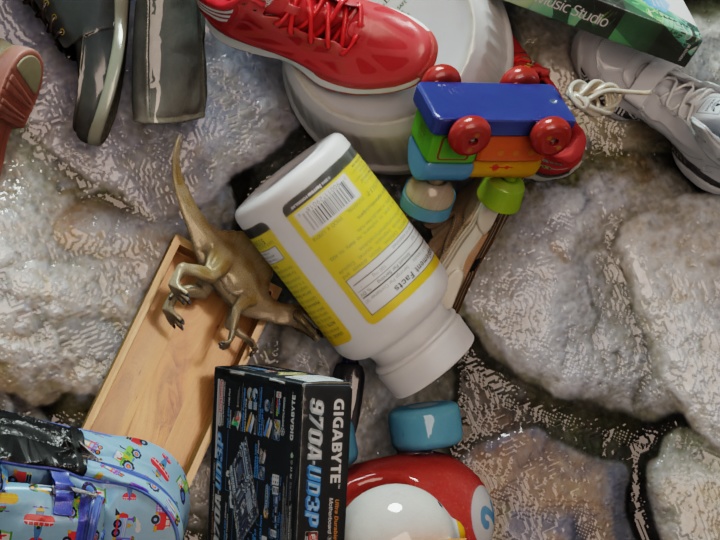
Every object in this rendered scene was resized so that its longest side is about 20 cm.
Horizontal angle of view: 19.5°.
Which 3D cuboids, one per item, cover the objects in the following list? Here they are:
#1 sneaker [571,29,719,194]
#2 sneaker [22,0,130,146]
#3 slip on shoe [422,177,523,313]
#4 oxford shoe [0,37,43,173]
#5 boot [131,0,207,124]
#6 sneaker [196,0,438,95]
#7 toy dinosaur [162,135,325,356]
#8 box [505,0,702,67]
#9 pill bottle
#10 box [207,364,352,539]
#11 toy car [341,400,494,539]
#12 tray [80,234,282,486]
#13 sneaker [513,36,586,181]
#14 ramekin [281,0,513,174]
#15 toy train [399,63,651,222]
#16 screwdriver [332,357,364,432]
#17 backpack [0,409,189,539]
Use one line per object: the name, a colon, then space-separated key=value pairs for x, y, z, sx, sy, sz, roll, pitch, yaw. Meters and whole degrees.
sneaker: x=0.276 y=-0.152 z=1.801 sx=0.200 sy=0.115 sz=0.075 roll=42 pitch=74 yaw=-5
sneaker: x=-0.243 y=-0.201 z=1.710 sx=0.105 sy=0.075 sz=0.201 roll=5 pitch=74 yaw=-6
slip on shoe: x=0.081 y=-0.033 z=1.749 sx=0.060 sy=0.076 sz=0.201 roll=26 pitch=95 yaw=11
oxford shoe: x=-0.329 y=-0.097 z=1.680 sx=0.074 sy=0.071 sz=0.201 roll=24 pitch=80 yaw=22
boot: x=-0.142 y=-0.228 z=1.722 sx=0.072 sy=0.182 sz=0.201 roll=-3 pitch=102 yaw=28
sneaker: x=-0.044 y=-0.192 z=1.624 sx=0.199 sy=0.116 sz=0.079 roll=12 pitch=85 yaw=15
toy dinosaur: x=-0.117 y=-0.001 z=1.686 sx=0.200 sy=0.058 sz=0.101 roll=49 pitch=58 yaw=-9
box: x=0.183 y=-0.252 z=1.770 sx=0.199 sy=0.036 sz=0.145 roll=15 pitch=34 yaw=-23
pill bottle: x=0.000 y=0.000 z=1.667 sx=0.111 sy=0.111 sz=0.200 roll=-40 pitch=99 yaw=-16
box: x=-0.066 y=0.179 z=1.624 sx=0.046 sy=0.159 sz=0.202 roll=2 pitch=91 yaw=-29
toy car: x=0.039 y=0.208 z=1.631 sx=0.176 sy=0.200 sz=0.186 roll=-9 pitch=92 yaw=-15
tray: x=-0.152 y=0.084 z=1.701 sx=0.098 sy=0.037 sz=0.201 roll=27 pitch=77 yaw=-9
sneaker: x=0.128 y=-0.169 z=1.783 sx=0.077 sy=0.085 sz=0.200 roll=-40 pitch=93 yaw=-18
ramekin: x=0.024 y=-0.185 z=1.719 sx=0.201 sy=0.094 sz=0.204 roll=-1 pitch=82 yaw=10
toy train: x=0.130 y=-0.094 z=1.664 sx=0.199 sy=0.116 sz=0.085 roll=-1 pitch=41 yaw=-23
screwdriver: x=-0.008 y=0.039 z=1.748 sx=0.029 sy=0.028 sz=0.202 roll=-1 pitch=80 yaw=15
backpack: x=-0.225 y=0.212 z=1.596 sx=0.199 sy=0.135 sz=0.184 roll=12 pitch=108 yaw=-20
